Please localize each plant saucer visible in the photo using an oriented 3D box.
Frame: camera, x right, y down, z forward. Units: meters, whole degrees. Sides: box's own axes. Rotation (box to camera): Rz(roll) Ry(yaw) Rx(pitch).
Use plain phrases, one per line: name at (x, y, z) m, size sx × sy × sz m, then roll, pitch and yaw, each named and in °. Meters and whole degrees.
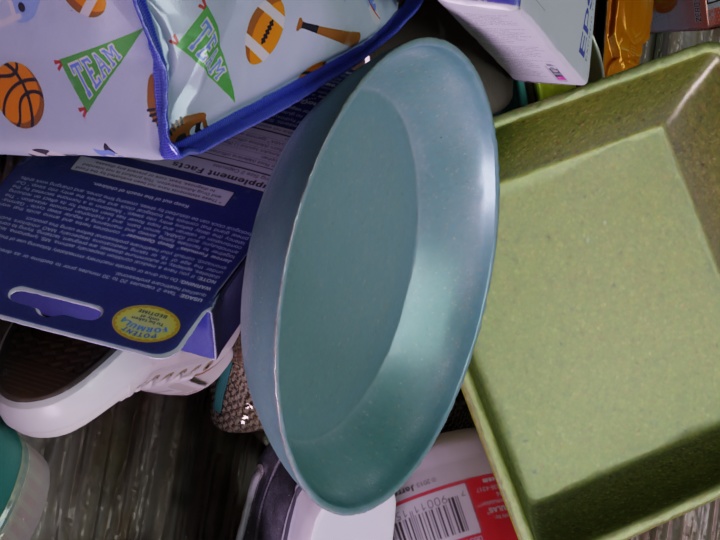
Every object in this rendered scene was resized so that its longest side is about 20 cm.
plant saucer at (0.116, 0.017, 1.378) m, size 0.199 × 0.048 × 0.201 m, roll -20°, pitch 87°, yaw -27°
plant saucer at (0.000, 0.000, 1.232) m, size 0.200 × 0.036 × 0.201 m, roll -37°, pitch 133°, yaw -53°

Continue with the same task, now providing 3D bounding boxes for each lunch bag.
lunch bag at (-0.083, -0.127, 1.216) m, size 0.200 × 0.169 × 0.125 m, roll -27°, pitch 116°, yaw -47°

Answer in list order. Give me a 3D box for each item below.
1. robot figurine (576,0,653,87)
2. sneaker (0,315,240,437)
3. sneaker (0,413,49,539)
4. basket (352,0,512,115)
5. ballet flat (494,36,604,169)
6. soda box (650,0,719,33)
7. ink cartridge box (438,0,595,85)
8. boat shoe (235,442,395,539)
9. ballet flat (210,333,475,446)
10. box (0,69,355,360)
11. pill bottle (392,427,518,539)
robot figurine at (0.103, -0.110, 1.537) m, size 0.145 × 0.058 × 0.201 m, roll 20°, pitch 74°, yaw -49°
sneaker at (-0.089, 0.031, 1.268) m, size 0.200 × 0.072 × 0.085 m, roll -52°, pitch 134°, yaw -54°
sneaker at (-0.191, 0.131, 1.164) m, size 0.080 × 0.071 × 0.201 m, roll 50°, pitch 45°, yaw -38°
basket at (0.007, -0.171, 1.357) m, size 0.180 × 0.135 × 0.201 m, roll -90°, pitch 175°, yaw -72°
ballet flat at (0.092, -0.057, 1.443) m, size 0.067 × 0.067 × 0.202 m, roll -11°, pitch 102°, yaw -33°
soda box at (0.165, -0.231, 1.605) m, size 0.063 × 0.068 × 0.202 m, roll -20°, pitch 106°, yaw -52°
ink cartridge box at (0.073, -0.197, 1.280) m, size 0.200 × 0.043 × 0.198 m, roll 32°, pitch 63°, yaw -74°
boat shoe at (-0.038, 0.171, 1.355) m, size 0.071 × 0.068 × 0.201 m, roll -9°, pitch 117°, yaw -42°
ballet flat at (0.000, 0.064, 1.415) m, size 0.199 × 0.068 × 0.076 m, roll 10°, pitch 103°, yaw -47°
box at (-0.086, -0.027, 1.231) m, size 0.200 × 0.120 × 0.033 m, roll -55°, pitch 151°, yaw -45°
pill bottle at (0.058, 0.184, 1.385) m, size 0.112 × 0.112 × 0.201 m, roll 4°, pitch 62°, yaw -51°
